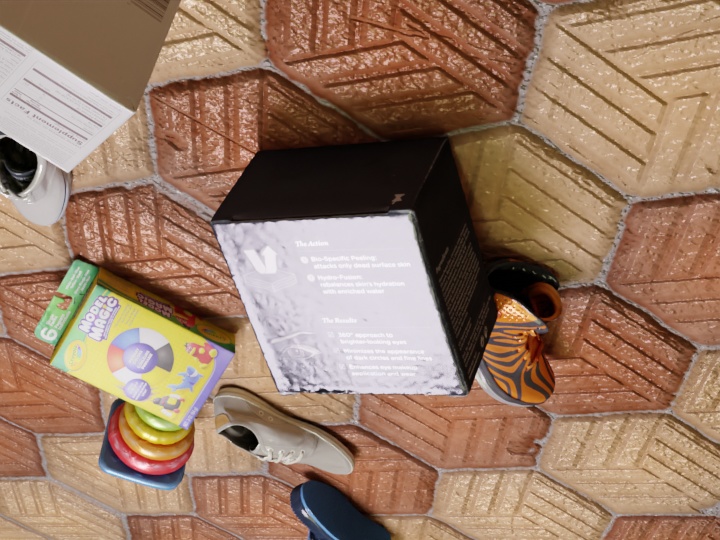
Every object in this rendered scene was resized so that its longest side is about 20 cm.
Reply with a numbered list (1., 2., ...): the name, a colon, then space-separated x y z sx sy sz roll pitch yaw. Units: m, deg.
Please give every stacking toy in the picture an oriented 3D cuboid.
1. stacking toy: -0.232 0.156 1.691 0.108 0.117 0.201 16 134 -11

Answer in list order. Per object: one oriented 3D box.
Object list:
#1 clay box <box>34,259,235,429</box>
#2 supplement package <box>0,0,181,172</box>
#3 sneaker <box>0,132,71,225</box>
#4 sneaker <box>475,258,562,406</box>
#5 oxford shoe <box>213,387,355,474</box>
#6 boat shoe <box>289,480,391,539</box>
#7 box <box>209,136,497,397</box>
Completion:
1. clay box: -0.249 0.081 1.568 0.198 0.048 0.116 27 111 -18
2. supplement package: -0.218 -0.206 1.032 0.155 0.202 0.110 32 144 -24
3. sneaker: -0.322 -0.096 1.362 0.072 0.072 0.201 13 147 5
4. sneaker: 0.156 0.063 1.380 0.111 0.078 0.200 -12 137 38
5. oxford shoe: -0.096 0.208 1.728 0.198 0.058 0.075 29 143 -22
6. boat shoe: -0.035 0.347 1.879 0.068 0.085 0.200 -22 130 29
7. box: 0.000 0.000 1.276 0.194 0.118 0.202 -1 127 26
